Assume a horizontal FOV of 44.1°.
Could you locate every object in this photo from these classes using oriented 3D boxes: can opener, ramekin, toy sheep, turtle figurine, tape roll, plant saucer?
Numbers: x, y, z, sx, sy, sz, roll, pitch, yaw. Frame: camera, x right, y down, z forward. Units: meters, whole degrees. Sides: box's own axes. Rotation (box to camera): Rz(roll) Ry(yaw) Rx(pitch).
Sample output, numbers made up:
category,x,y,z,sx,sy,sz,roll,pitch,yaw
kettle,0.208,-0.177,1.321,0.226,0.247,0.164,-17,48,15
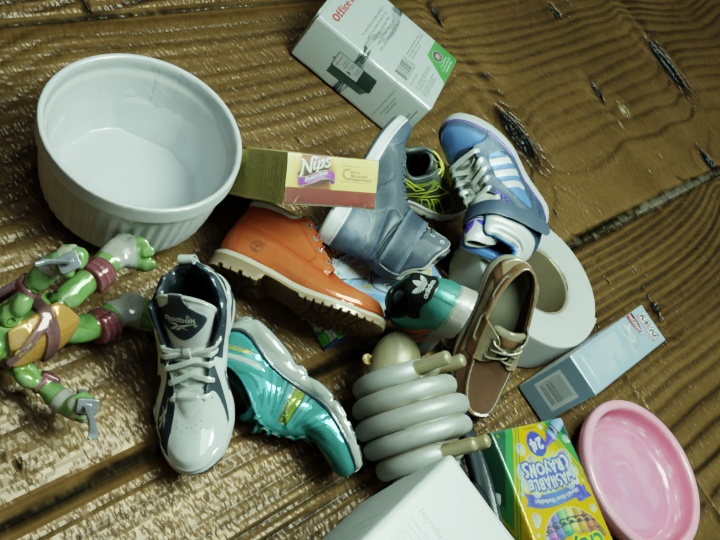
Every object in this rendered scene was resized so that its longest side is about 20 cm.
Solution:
category,x,y,z,sx,sy,sz,roll,pitch,yaw
can opener,0.122,0.229,0.991,0.063,0.079,0.200,9,47,-23
ramekin,-0.230,-0.111,0.902,0.200,0.105,0.200,14,53,-19
toy sheep,0.058,0.161,0.938,0.138,0.138,0.200,-1,68,-38
turtle figurine,-0.234,0.050,0.769,0.144,0.200,0.194,61,35,-9
tape roll,0.218,0.027,1.191,0.202,0.071,0.203,20,51,-26
plant saucer,0.349,0.268,1.143,0.200,0.051,0.201,19,51,-25

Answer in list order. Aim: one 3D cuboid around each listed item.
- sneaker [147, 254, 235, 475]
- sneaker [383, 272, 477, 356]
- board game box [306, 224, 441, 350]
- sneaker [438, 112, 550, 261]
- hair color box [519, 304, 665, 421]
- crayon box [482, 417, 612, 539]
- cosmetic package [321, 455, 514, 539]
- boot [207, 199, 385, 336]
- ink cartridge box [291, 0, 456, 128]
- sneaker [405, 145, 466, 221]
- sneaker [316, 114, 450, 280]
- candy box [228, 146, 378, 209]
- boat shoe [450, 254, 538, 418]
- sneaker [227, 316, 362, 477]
category,x,y,z,sx,sy,sz,roll,pitch,yaw
sneaker,-0.158,0.076,0.810,0.079,0.130,0.199,4,64,7
sneaker,0.063,0.041,0.986,0.080,0.200,0.071,29,71,-3
board game box,0.000,0.000,1.068,0.200,0.034,0.136,-23,77,-44
sneaker,0.152,-0.094,1.115,0.200,0.081,0.146,50,41,-7
hair color box,0.309,0.122,1.176,0.200,0.099,0.061,-24,77,-44
crayon box,0.217,0.280,1.033,0.126,0.052,0.200,-3,64,-38
cosmetic package,0.031,0.304,0.794,0.200,0.165,0.165,-32,83,-44
boot,-0.052,-0.004,0.961,0.200,0.075,0.107,26,65,-1
ink cartridge box,0.021,-0.303,1.254,0.200,0.083,0.147,39,46,-11
sneaker,0.091,-0.119,1.183,0.200,0.085,0.075,1,62,-37
sneaker,0.051,-0.080,1.061,0.146,0.077,0.203,30,63,-3
candy box,-0.087,-0.103,0.964,0.117,0.200,0.057,0,100,-37
boat shoe,0.160,0.080,1.052,0.076,0.072,0.200,11,93,-14
sneaker,-0.081,0.139,0.901,0.200,0.078,0.080,44,61,4
